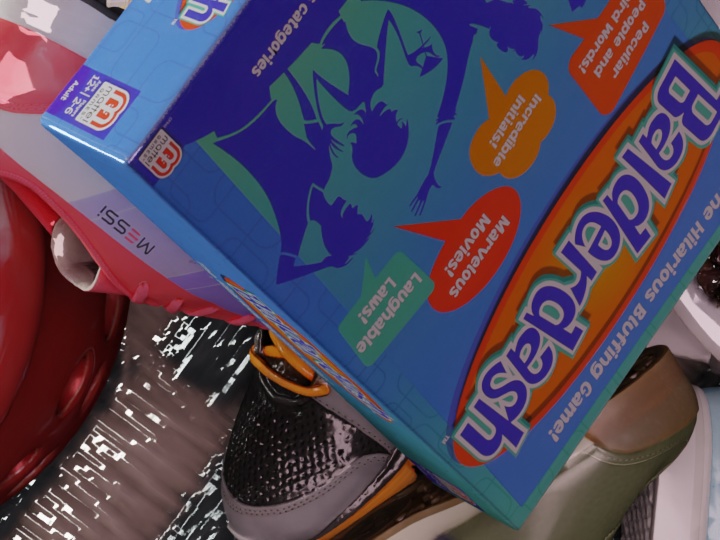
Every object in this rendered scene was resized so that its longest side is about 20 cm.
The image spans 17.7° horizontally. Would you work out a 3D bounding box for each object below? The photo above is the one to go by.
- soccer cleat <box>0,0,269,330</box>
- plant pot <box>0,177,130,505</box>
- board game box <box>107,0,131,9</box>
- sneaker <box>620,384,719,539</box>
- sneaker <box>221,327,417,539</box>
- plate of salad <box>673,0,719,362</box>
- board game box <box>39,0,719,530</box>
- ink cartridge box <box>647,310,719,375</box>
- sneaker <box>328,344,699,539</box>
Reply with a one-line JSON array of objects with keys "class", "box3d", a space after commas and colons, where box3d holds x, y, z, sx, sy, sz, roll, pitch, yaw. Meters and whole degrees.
[{"class": "soccer cleat", "box3d": [-0.048, -0.014, 0.679, 0.200, 0.068, 0.073, 33, 81, -34]}, {"class": "plant pot", "box3d": [-0.180, -0.005, 0.745, 0.199, 0.183, 0.201, 0, 87, 0]}, {"class": "board game box", "box3d": [-0.017, -0.124, 0.816, 0.200, 0.034, 0.135, -42, 90, 0]}, {"class": "sneaker", "box3d": [0.131, 0.139, 0.797, 0.082, 0.074, 0.201, 3, 94, -4]}, {"class": "sneaker", "box3d": [0.000, 0.000, 0.781, 0.078, 0.077, 0.201, 24, 88, 43]}, {"class": "plate of salad", "box3d": [0.183, -0.045, 0.739, 0.199, 0.048, 0.201, 0, 91, 2]}, {"class": "board game box", "box3d": [0.026, -0.040, 0.643, 0.152, 0.045, 0.200, -55, 134, -9]}, {"class": "ink cartridge box", "box3d": [0.193, -0.006, 0.799, 0.199, 0.067, 0.117, 13, 90, 0]}, {"class": "sneaker", "box3d": [0.037, 0.113, 0.741, 0.200, 0.067, 0.090, -34, 96, 4]}]
